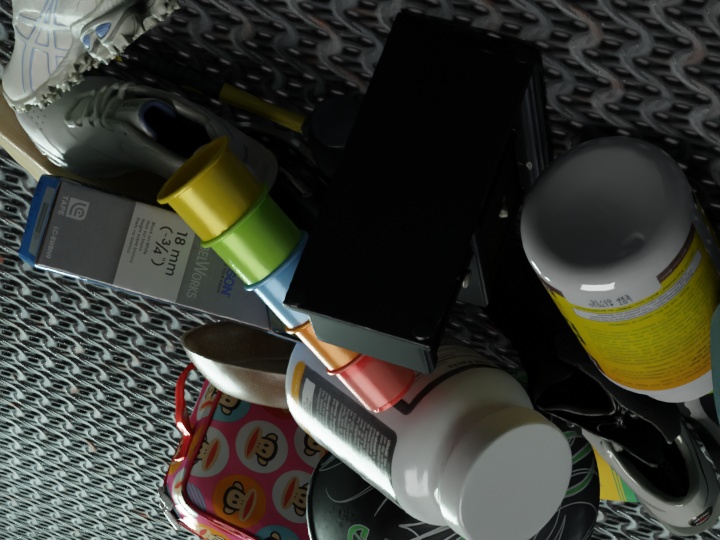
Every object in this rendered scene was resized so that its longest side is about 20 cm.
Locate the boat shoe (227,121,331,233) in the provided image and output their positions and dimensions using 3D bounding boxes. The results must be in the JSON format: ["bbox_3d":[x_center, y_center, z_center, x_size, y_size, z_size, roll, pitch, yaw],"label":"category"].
[{"bbox_3d":[-0.047,-0.041,1.674,0.199,0.060,0.076,24,130,34],"label":"boat shoe"}]

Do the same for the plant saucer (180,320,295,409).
[{"bbox_3d":[-0.040,0.074,1.909,0.199,0.037,0.200,4,-170,-1],"label":"plant saucer"}]

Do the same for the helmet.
[{"bbox_3d":[0.078,0.169,1.830,0.190,0.201,0.200,-22,137,31],"label":"helmet"}]

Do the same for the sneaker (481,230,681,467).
[{"bbox_3d":[0.133,0.049,1.691,0.199,0.104,0.060,30,129,1],"label":"sneaker"}]

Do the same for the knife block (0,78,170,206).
[{"bbox_3d":[-0.157,-0.055,1.742,0.175,0.064,0.200,30,167,35],"label":"knife block"}]

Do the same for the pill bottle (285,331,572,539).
[{"bbox_3d":[0.046,0.102,1.681,0.200,0.117,0.116,35,175,47],"label":"pill bottle"}]

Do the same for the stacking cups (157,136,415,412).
[{"bbox_3d":[-0.043,0.010,1.568,0.200,0.061,0.060,50,152,-14],"label":"stacking cups"}]

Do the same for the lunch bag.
[{"bbox_3d":[-0.072,0.133,2.008,0.176,0.201,0.082,28,157,-11],"label":"lunch bag"}]

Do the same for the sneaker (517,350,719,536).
[{"bbox_3d":[0.182,0.095,1.754,0.200,0.074,0.089,48,180,19],"label":"sneaker"}]

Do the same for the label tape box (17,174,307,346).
[{"bbox_3d":[-0.120,-0.007,1.654,0.199,0.064,0.144,16,180,-13],"label":"label tape box"}]

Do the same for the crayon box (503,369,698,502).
[{"bbox_3d":[0.154,0.131,1.984,0.199,0.058,0.119,0,151,44],"label":"crayon box"}]

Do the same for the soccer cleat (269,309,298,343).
[{"bbox_3d":[-0.075,0.006,1.873,0.199,0.070,0.078,25,177,0],"label":"soccer cleat"}]

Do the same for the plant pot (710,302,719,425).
[{"bbox_3d":[0.290,0.053,1.512,0.135,0.200,0.200,51,167,18],"label":"plant pot"}]

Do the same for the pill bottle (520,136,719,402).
[{"bbox_3d":[0.179,0.007,1.574,0.109,0.110,0.200,10,156,28],"label":"pill bottle"}]

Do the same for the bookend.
[{"bbox_3d":[0.042,-0.017,1.520,0.092,0.201,0.199,16,158,14],"label":"bookend"}]

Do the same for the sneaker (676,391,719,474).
[{"bbox_3d":[0.270,0.081,1.768,0.083,0.072,0.200,-23,139,13],"label":"sneaker"}]

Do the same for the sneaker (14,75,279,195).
[{"bbox_3d":[-0.149,-0.099,1.645,0.199,0.075,0.087,16,162,26],"label":"sneaker"}]

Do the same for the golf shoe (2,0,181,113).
[{"bbox_3d":[-0.189,-0.168,1.575,0.097,0.078,0.200,51,146,-7],"label":"golf shoe"}]

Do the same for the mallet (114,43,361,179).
[{"bbox_3d":[-0.083,-0.118,1.628,0.199,0.041,0.066,25,163,2],"label":"mallet"}]
